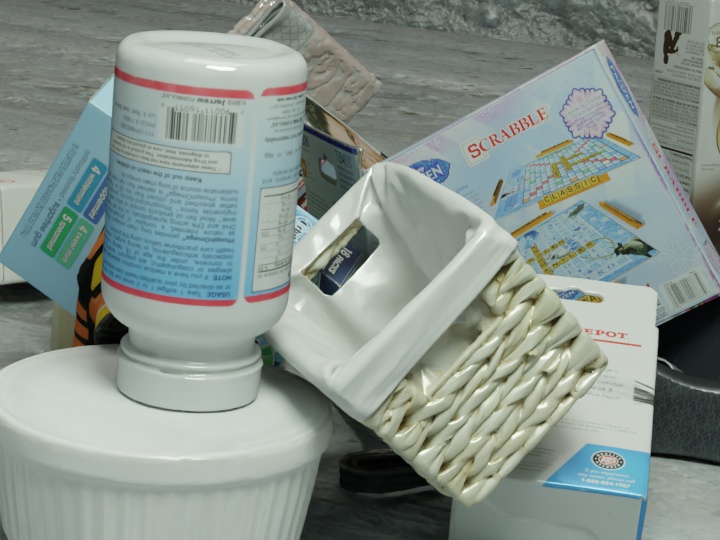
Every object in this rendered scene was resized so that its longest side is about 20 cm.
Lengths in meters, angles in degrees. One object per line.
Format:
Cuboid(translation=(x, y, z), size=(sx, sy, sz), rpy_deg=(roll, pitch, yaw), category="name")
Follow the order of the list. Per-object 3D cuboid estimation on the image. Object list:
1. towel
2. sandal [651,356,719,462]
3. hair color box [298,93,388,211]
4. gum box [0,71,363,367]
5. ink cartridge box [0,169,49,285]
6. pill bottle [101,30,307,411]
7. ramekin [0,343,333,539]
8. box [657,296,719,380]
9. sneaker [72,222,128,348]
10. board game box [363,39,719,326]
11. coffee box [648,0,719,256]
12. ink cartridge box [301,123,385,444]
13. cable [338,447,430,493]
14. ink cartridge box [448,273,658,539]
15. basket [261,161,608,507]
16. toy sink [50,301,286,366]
Cuboid(translation=(-0.095, -0.147, 1.864), size=(0.032, 0.200, 0.191), rpy_deg=(52, 9, 36), category="towel")
Cuboid(translation=(0.211, 0.094, 1.409), size=(0.199, 0.076, 0.043), rpy_deg=(18, 18, 5), category="sandal")
Cuboid(translation=(0.006, -0.062, 1.712), size=(0.200, 0.061, 0.099), rpy_deg=(36, 17, -23), category="hair color box")
Cuboid(translation=(-0.123, -0.009, 1.324), size=(0.200, 0.170, 0.045), rpy_deg=(36, 41, -3), category="gum box")
Cuboid(translation=(-0.247, -0.042, 1.690), size=(0.199, 0.085, 0.146), rpy_deg=(-6, 9, -34), category="ink cartridge box")
Cuboid(translation=(-0.090, -0.029, 1.122), size=(0.108, 0.201, 0.109), rpy_deg=(6, 14, -1), category="pill bottle")
Cuboid(translation=(-0.118, 0.116, 1.148), size=(0.201, 0.095, 0.202), rpy_deg=(6, 14, -1), category="ramekin")
Cuboid(translation=(0.286, 0.045, 1.549), size=(0.199, 0.105, 0.148), rpy_deg=(-8, 20, -43), category="box")
Cuboid(translation=(-0.154, 0.030, 1.302), size=(0.070, 0.090, 0.200), rpy_deg=(-2, -24, -15), category="sneaker")
Cuboid(translation=(0.135, -0.033, 1.449), size=(0.199, 0.200, 0.041), rpy_deg=(-27, 3, 22), category="board game box")
Cuboid(translation=(0.289, -0.112, 1.544), size=(0.113, 0.201, 0.080), rpy_deg=(-2, 13, -23), category="coffee box")
Cuboid(translation=(0.000, 0.000, 1.389), size=(0.040, 0.201, 0.200), rpy_deg=(-8, 12, -13), category="ink cartridge box")
Cuboid(translation=(0.085, 0.115, 1.307), size=(0.199, 0.051, 0.097), rpy_deg=(5, 21, -5), category="cable")
Cuboid(translation=(0.125, 0.089, 1.251), size=(0.115, 0.068, 0.200), rpy_deg=(7, 38, 6), category="ink cartridge box")
Cuboid(translation=(0.036, 0.036, 1.172), size=(0.123, 0.136, 0.200), rpy_deg=(46, -3, -21), category="basket")
Cuboid(translation=(-0.119, 0.005, 1.504), size=(0.199, 0.131, 0.112), rpy_deg=(-7, 19, -43), category="toy sink")
